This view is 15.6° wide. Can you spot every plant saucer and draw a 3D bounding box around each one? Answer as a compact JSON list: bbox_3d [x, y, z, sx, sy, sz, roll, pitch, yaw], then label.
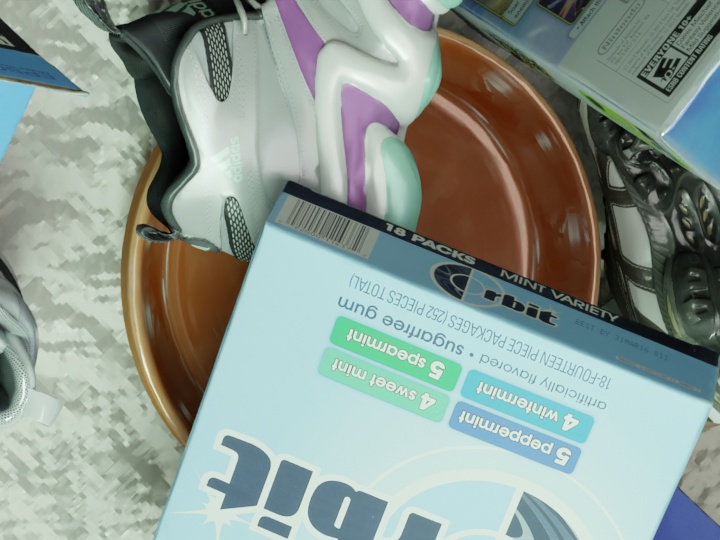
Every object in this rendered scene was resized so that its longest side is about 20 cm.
[{"bbox_3d":[0.000,0.000,1.044,0.199,0.032,0.202,-3,98,-21],"label":"plant saucer"}]

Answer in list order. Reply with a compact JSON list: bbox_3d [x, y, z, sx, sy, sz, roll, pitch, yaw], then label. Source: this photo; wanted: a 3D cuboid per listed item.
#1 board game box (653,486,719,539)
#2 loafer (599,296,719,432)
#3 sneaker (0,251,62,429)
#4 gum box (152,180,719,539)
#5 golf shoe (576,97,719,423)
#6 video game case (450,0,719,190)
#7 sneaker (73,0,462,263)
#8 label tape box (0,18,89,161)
[{"bbox_3d":[0.071,0.181,1.095,0.199,0.097,0.159,-33,126,22],"label":"board game box"},{"bbox_3d":[0.116,0.048,1.137,0.199,0.063,0.072,-20,77,-19],"label":"loafer"},{"bbox_3d":[-0.190,-0.003,0.920,0.199,0.115,0.075,30,96,-33],"label":"sneaker"},{"bbox_3d":[0.016,0.091,0.962,0.169,0.045,0.201,22,116,1],"label":"gum box"},{"bbox_3d":[0.121,-0.031,1.078,0.077,0.094,0.202,-10,80,-22],"label":"golf shoe"},{"bbox_3d":[0.139,-0.147,0.984,0.045,0.181,0.200,37,93,-35],"label":"video game case"},{"bbox_3d":[-0.036,-0.100,0.963,0.139,0.078,0.202,11,85,-18],"label":"sneaker"},{"bbox_3d":[-0.190,-0.070,0.841,0.143,0.200,0.064,8,108,-29],"label":"label tape box"}]
